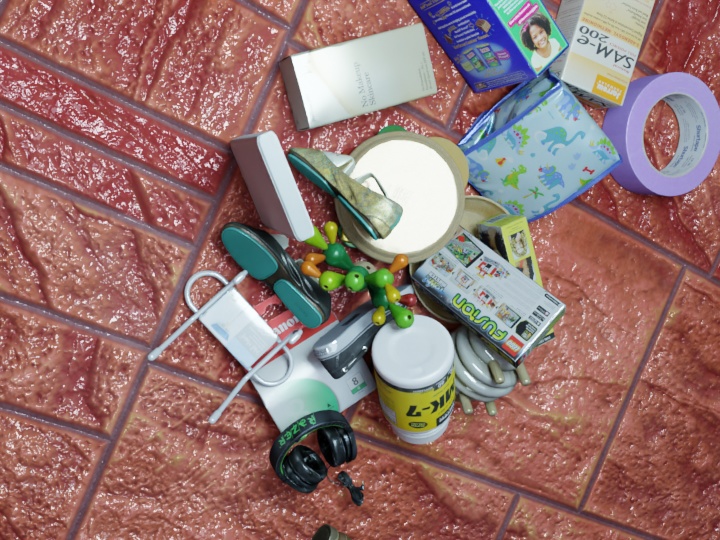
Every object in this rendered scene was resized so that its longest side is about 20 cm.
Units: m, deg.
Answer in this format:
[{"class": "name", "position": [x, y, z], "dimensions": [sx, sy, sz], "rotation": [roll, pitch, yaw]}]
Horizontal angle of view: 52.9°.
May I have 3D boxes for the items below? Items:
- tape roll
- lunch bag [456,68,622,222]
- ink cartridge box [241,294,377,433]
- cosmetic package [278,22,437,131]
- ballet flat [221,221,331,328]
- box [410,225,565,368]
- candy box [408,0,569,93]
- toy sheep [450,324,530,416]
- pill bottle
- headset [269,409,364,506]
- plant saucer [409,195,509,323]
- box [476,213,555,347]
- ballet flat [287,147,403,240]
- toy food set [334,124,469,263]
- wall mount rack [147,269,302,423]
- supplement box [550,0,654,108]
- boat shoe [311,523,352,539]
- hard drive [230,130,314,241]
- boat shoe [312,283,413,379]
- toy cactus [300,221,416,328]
[{"class": "tape roll", "position": [0.507, -0.227, 1.216], "dimensions": [0.199, 0.066, 0.201], "rotation": [-3, 98, -19]}, {"class": "lunch bag", "position": [0.261, -0.180, 1.105], "dimensions": [0.200, 0.128, 0.170], "rotation": [-40, 111, 21]}, {"class": "ink cartridge box", "position": [-0.087, 0.130, 1.064], "dimensions": [0.161, 0.050, 0.201], "rotation": [-31, 109, -13]}, {"class": "cosmetic package", "position": [-0.003, -0.272, 1.021], "dimensions": [0.199, 0.073, 0.104], "rotation": [-20, 105, -17]}, {"class": "ballet flat", "position": [-0.114, -0.003, 1.023], "dimensions": [0.200, 0.068, 0.069], "rotation": [49, 40, -18]}, {"class": "box", "position": [0.182, 0.034, 1.045], "dimensions": [0.200, 0.035, 0.110], "rotation": [41, 83, 25]}, {"class": "candy box", "position": [0.170, -0.360, 1.018], "dimensions": [0.077, 0.169, 0.200], "rotation": [-46, 110, -12]}, {"class": "toy sheep", "position": [0.191, 0.137, 1.107], "dimensions": [0.137, 0.138, 0.200], "rotation": [21, 132, -21]}, {"class": "pill bottle", "position": [0.081, 0.165, 1.051], "dimensions": [0.114, 0.114, 0.200], "rotation": [-28, 143, -14]}, {"class": "headset", "position": [-0.051, 0.279, 1.050], "dimensions": [0.123, 0.094, 0.200], "rotation": [-36, 142, -4]}, {"class": "plant saucer", "position": [0.162, -0.018, 1.137], "dimensions": [0.199, 0.035, 0.201], "rotation": [-3, 100, -19]}, {"class": "box", "position": [0.239, 0.016, 1.113], "dimensions": [0.050, 0.075, 0.201], "rotation": [-23, 104, -18]}, {"class": "ballet flat", "position": [-0.017, -0.120, 0.994], "dimensions": [0.071, 0.200, 0.071], "rotation": [-35, 152, -22]}, {"class": "toy food set", "position": [0.056, -0.110, 1.059], "dimensions": [0.197, 0.049, 0.201], "rotation": [11, 90, -6]}, {"class": "wall mount rack", "position": [-0.183, 0.100, 0.992], "dimensions": [0.174, 0.075, 0.200], "rotation": [-44, 98, -13]}, {"class": "supplement box", "position": [0.374, -0.372, 1.141], "dimensions": [0.125, 0.073, 0.201], "rotation": [15, 93, -21]}, {"class": "boat shoe", "position": [-0.077, 0.493, 1.108], "dimensions": [0.068, 0.072, 0.200], "rotation": [38, 85, -20]}, {"class": "hard drive", "position": [-0.118, -0.111, 0.933], "dimensions": [0.026, 0.200, 0.132], "rotation": [-25, 106, -14]}, {"class": "boat shoe", "position": [0.016, 0.089, 1.056], "dimensions": [0.200, 0.070, 0.066], "rotation": [-36, 105, -41]}, {"class": "toy cactus", "position": [0.000, 0.000, 1.008], "dimensions": [0.199, 0.165, 0.103], "rotation": [30, 94, 5]}]
